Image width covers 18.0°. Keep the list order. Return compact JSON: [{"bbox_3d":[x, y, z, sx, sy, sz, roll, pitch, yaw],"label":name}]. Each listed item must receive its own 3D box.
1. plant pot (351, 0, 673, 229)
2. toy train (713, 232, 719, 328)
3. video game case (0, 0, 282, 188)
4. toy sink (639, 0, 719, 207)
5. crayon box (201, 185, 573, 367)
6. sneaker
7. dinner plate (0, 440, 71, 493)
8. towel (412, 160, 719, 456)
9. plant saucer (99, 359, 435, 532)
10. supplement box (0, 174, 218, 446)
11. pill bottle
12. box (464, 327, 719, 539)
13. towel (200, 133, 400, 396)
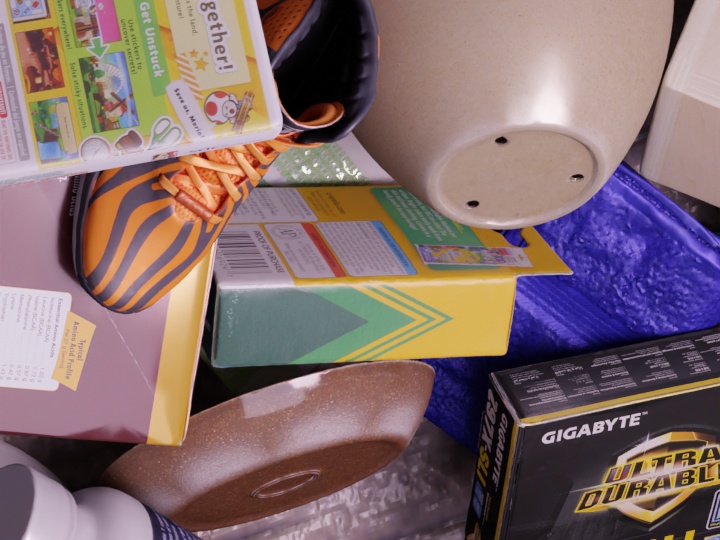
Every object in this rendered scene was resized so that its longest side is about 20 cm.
[{"bbox_3d":[0.072,-0.101,1.165,0.199,0.135,0.201,-5,149,-3],"label":"plant pot"},{"bbox_3d":[0.237,0.065,1.422,0.115,0.085,0.201,-34,120,-19],"label":"toy train"},{"bbox_3d":[-0.143,-0.140,1.008,0.181,0.023,0.201,-11,79,-12],"label":"video game case"},{"bbox_3d":[0.244,-0.141,1.244,0.111,0.130,0.201,21,72,8],"label":"toy sink"},{"bbox_3d":[0.000,0.000,1.242,0.198,0.126,0.052,-2,116,-18],"label":"crayon box"},{"bbox_3d":[-0.064,-0.063,1.076,0.077,0.112,0.201,31,88,-25],"label":"sneaker"},{"bbox_3d":[-0.234,0.184,1.256,0.199,0.024,0.202,5,73,-16],"label":"dinner plate"},{"bbox_3d":[0.115,0.031,1.322,0.147,0.050,0.200,37,112,0],"label":"towel"},{"bbox_3d":[-0.047,0.105,1.274,0.199,0.201,0.037,-15,74,-14],"label":"plant saucer"},{"bbox_3d":[-0.186,-0.028,1.169,0.199,0.133,0.199,6,99,-23],"label":"supplement box"},{"bbox_3d":[-0.127,0.185,1.226,0.200,0.111,0.111,37,96,-32],"label":"pill bottle"},{"bbox_3d":[0.163,0.115,1.319,0.199,0.049,0.160,-10,133,-19],"label":"box"},{"bbox_3d":[-0.027,-0.023,1.307,0.200,0.031,0.149,-42,119,1],"label":"towel"}]
